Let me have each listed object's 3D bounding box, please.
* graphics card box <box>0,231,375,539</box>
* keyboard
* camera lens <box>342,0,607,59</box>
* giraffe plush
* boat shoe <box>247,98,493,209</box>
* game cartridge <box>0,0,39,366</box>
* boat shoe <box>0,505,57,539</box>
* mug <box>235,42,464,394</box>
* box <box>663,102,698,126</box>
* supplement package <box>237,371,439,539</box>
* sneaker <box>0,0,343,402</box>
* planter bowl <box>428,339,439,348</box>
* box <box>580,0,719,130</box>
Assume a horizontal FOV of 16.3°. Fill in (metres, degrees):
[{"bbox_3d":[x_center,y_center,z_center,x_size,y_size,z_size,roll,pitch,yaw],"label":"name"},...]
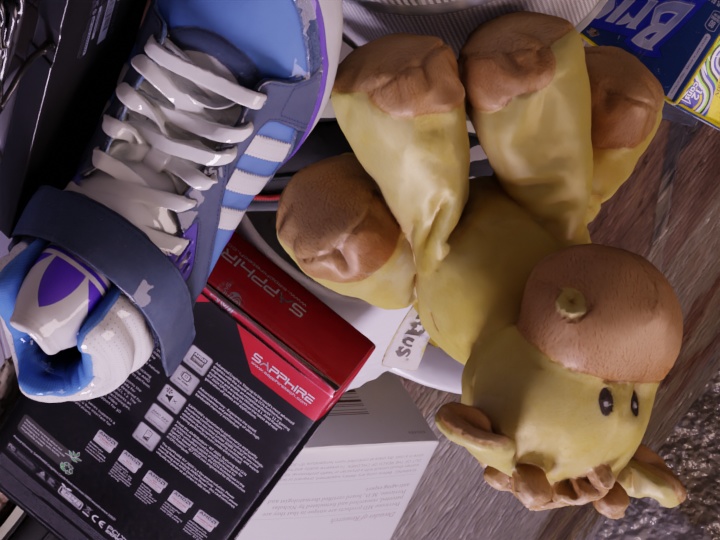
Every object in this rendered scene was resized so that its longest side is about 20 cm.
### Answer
[{"bbox_3d":[-0.091,0.066,1.186,0.200,0.125,0.051,-55,176,40],"label":"graphics card box"},{"bbox_3d":[-0.113,-0.093,0.940,0.127,0.021,0.201,-48,163,-48],"label":"keyboard"},{"bbox_3d":[0.032,-0.177,1.056,0.160,0.160,0.200,-54,164,-3],"label":"camera lens"},{"bbox_3d":[0.066,0.017,1.027,0.171,0.163,0.201,-9,132,-18],"label":"giraffe plush"},{"bbox_3d":[0.006,-0.058,1.142,0.200,0.074,0.064,0,113,-32],"label":"boat shoe"},{"bbox_3d":[-0.153,-0.029,1.046,0.130,0.038,0.200,-53,165,-24],"label":"game cartridge"},{"bbox_3d":[-0.163,0.154,1.341,0.202,0.063,0.074,-56,167,6],"label":"boat shoe"},{"bbox_3d":[0.000,0.000,1.254,0.148,0.199,0.175,-64,-175,-31],"label":"mug"},{"bbox_3d":[0.200,-0.222,1.486,0.201,0.047,0.194,-98,-158,-50],"label":"box"},{"bbox_3d":[-0.061,0.133,1.428,0.117,0.117,0.201,-2,130,-34],"label":"supplement package"},{"bbox_3d":[-0.081,-0.031,0.973,0.147,0.080,0.201,-57,177,-45],"label":"sneaker"},{"bbox_3d":[0.030,-0.060,1.382,0.200,0.083,0.202,-165,-90,-89],"label":"planter bowl"},{"bbox_3d":[0.151,-0.152,1.390,0.064,0.200,0.070,22,105,-42],"label":"box"}]
